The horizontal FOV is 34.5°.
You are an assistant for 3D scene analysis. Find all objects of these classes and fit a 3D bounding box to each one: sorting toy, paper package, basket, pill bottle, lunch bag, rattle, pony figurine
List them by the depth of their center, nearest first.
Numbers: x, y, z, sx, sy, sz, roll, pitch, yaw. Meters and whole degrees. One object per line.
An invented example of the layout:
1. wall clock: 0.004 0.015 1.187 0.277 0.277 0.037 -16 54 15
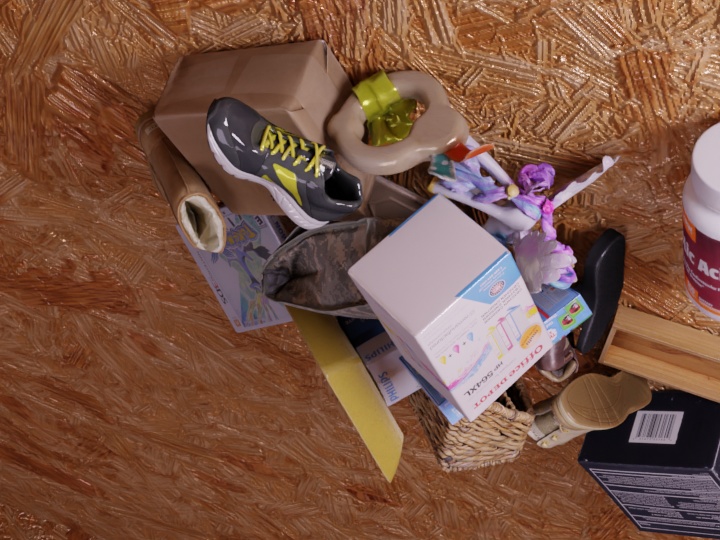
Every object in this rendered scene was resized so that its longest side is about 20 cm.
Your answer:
1. pill bottle: 0.371 -0.046 1.124 0.114 0.115 0.200 10 147 23
2. rattle: 0.068 -0.112 1.193 0.200 0.130 0.143 27 145 35
3. pony figurine: 0.172 -0.061 1.234 0.200 0.167 0.193 35 165 0
4. paper package: -0.096 -0.153 1.302 0.199 0.104 0.191 1 144 34
5. lunch bag: 0.000 0.000 1.346 0.163 0.118 0.199 4 172 -42
6. sorting toy: 0.066 -0.042 1.439 0.199 0.037 0.185 31 150 -2
7. basket: 0.147 0.137 1.508 0.142 0.200 0.150 -6 131 -19

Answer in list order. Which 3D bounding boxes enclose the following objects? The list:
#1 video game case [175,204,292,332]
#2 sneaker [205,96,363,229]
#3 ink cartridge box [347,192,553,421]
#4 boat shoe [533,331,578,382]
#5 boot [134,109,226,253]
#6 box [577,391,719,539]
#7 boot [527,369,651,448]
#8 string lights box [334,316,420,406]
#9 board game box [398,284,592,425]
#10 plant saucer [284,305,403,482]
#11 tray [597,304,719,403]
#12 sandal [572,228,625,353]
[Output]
1. video game case: -0.153 -0.007 1.589 0.200 0.022 0.183 -14 109 48
2. sneaker: -0.072 -0.117 1.178 0.084 0.075 0.200 -11 146 38
3. ink cartridge box: 0.102 0.047 1.208 0.125 0.128 0.200 43 172 42
4. boat shoe: 0.235 0.103 1.434 0.072 0.072 0.200 -11 172 7
5. boot: -0.208 -0.083 1.415 0.200 0.066 0.175 56 177 44
6. box: 0.434 0.262 1.564 0.199 0.124 0.198 -4 139 42
7. boot: 0.267 0.185 1.494 0.155 0.200 0.073 -31 78 38
8. string lights box: 0.004 0.068 1.506 0.200 0.059 0.103 58 176 40
9. board game box: 0.151 0.077 1.342 0.037 0.200 0.151 54 178 -23
10. plant saucer: -0.015 0.134 1.442 0.200 0.048 0.200 62 176 -33
11. tray: 0.402 0.109 1.430 0.199 0.037 0.099 19 150 11
12. sandal: 0.272 0.019 1.359 0.048 0.075 0.201 33 149 28
